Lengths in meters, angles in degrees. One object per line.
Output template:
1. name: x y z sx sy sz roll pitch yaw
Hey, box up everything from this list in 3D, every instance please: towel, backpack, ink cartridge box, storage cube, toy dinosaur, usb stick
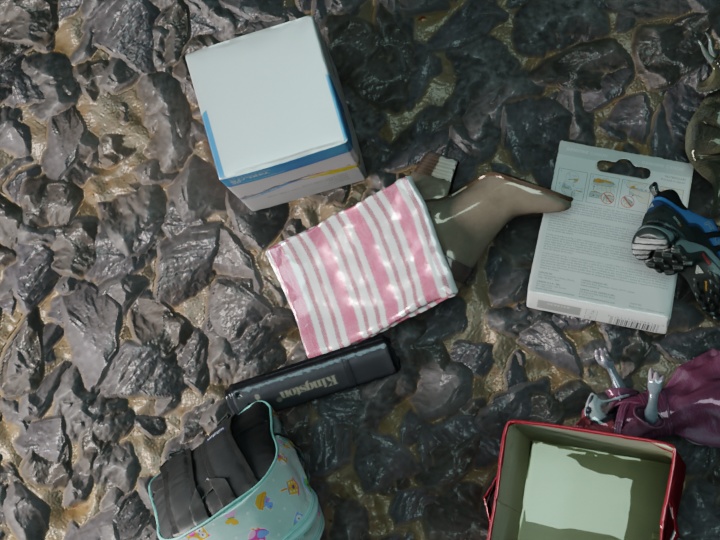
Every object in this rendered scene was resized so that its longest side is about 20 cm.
1. towel: 0.000 0.000 1.742 0.200 0.030 0.147 -27 80 22
2. backpack: -0.129 0.255 1.661 0.176 0.200 0.153 -33 102 0
3. ink cartridge box: -0.088 -0.168 1.720 0.146 0.200 0.147 -17 80 4
4. storage cube: 0.237 0.261 1.621 0.200 0.180 0.171 6 78 17
5. ink cartridge box: 0.284 -0.039 1.756 0.161 0.050 0.200 11 64 7
6. toy dinosaur: 0.410 -0.158 1.749 0.102 0.077 0.200 17 88 19
7. usb stick: -0.053 0.122 1.750 0.200 0.055 0.033 -18 42 3

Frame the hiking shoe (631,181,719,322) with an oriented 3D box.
1. hiking shoe: 0.388 -0.013 1.696 0.200 0.074 0.087 37 58 -22

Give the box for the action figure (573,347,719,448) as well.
1. action figure: 0.328 0.157 1.698 0.200 0.134 0.149 -16 104 2

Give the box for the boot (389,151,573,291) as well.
1. boot: 0.124 -0.044 1.746 0.200 0.070 0.146 18 89 19
